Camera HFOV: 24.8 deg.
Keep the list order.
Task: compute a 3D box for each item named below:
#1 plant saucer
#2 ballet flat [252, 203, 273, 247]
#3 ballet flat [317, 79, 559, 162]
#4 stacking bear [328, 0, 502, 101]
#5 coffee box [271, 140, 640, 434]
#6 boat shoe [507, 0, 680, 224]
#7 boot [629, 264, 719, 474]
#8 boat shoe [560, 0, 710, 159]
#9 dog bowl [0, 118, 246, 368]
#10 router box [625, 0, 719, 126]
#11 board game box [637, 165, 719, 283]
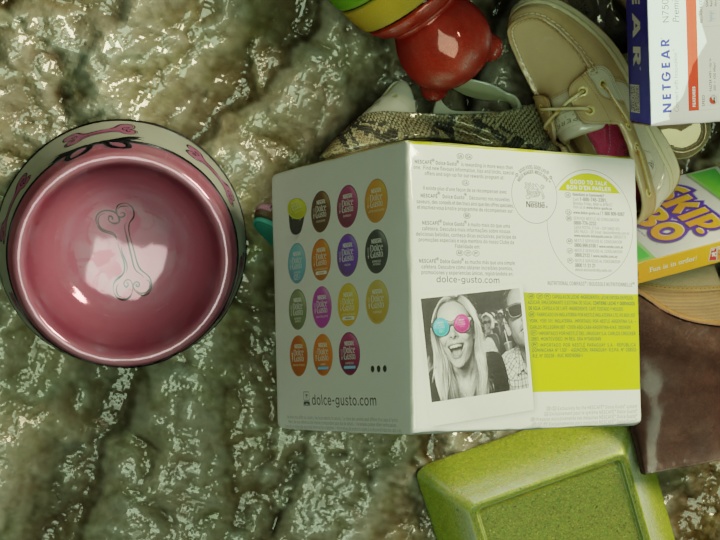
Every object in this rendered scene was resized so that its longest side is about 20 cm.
[{"bbox_3d":[0.171,0.231,1.385,0.199,0.048,0.200,-19,103,-5],"label":"plant saucer"},{"bbox_3d":[0.000,0.000,1.311,0.200,0.069,0.071,45,74,-18],"label":"ballet flat"},{"bbox_3d":[0.061,-0.115,1.299,0.199,0.068,0.076,-2,80,-14],"label":"ballet flat"},{"bbox_3d":[0.026,-0.225,1.246,0.121,0.114,0.200,-39,108,1],"label":"stacking bear"},{"bbox_3d":[0.067,0.016,1.199,0.200,0.200,0.198,1,86,-30],"label":"coffee box"},{"bbox_3d":[0.177,-0.122,1.272,0.074,0.069,0.200,-25,110,43],"label":"boat shoe"},{"bbox_3d":[0.222,0.085,1.340,0.199,0.072,0.167,-7,89,-15],"label":"boot"},{"bbox_3d":[0.213,-0.166,1.303,0.072,0.065,0.200,-39,104,1],"label":"boat shoe"},{"bbox_3d":[-0.185,-0.014,1.271,0.199,0.074,0.201,-2,101,-9],"label":"dog bowl"},{"bbox_3d":[0.272,-0.204,1.109,0.179,0.049,0.201,-4,99,-7],"label":"router box"},{"bbox_3d":[0.229,-0.031,1.318,0.199,0.096,0.030,-13,129,-7],"label":"board game box"}]
